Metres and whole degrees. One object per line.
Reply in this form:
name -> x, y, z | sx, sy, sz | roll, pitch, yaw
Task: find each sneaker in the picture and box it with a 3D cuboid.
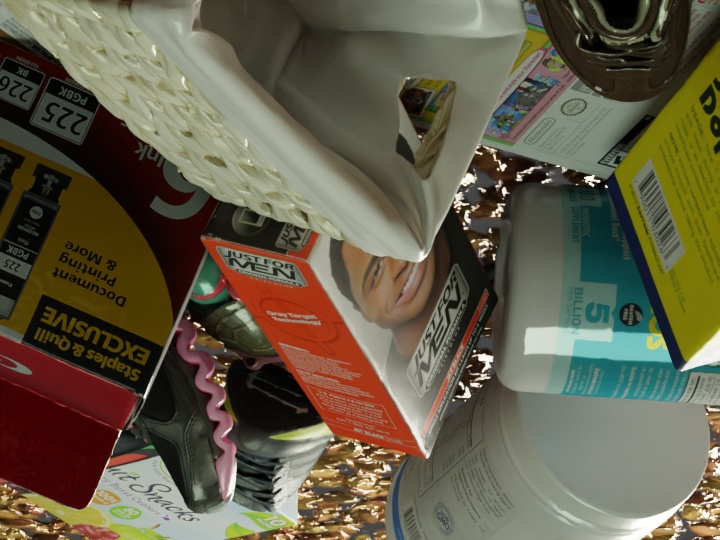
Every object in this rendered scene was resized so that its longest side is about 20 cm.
sneaker -> 0.103, -0.116, 0.961 | 0.070, 0.076, 0.200 | -4, 149, 11
sneaker -> -0.050, 0.101, 1.310 | 0.074, 0.081, 0.200 | 24, 179, 7
sneaker -> -0.132, 0.042, 1.177 | 0.095, 0.200, 0.079 | -25, 172, -14

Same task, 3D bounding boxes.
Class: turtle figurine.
turtle figurine -> -0.048, 0.003, 1.215 | 0.149, 0.101, 0.200 | -10, 156, 30

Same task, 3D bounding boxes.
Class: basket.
basket -> -0.041, -0.111, 0.941 | 0.123, 0.136, 0.200 | 12, 159, 38

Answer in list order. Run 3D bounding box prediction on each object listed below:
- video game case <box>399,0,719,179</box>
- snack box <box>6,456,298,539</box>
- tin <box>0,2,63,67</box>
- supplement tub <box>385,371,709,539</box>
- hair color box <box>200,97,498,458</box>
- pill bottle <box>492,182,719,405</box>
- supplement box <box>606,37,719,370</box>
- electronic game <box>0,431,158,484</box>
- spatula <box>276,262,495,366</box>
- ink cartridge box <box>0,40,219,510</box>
video game case -> 0.101, -0.113, 1.067 | 0.181, 0.022, 0.200 | 14, 149, -19
snack box -> -0.149, 0.117, 1.461 | 0.142, 0.053, 0.200 | -16, 145, 26
tin -> -0.102, -0.120, 1.058 | 0.112, 0.042, 0.200 | -22, 142, 29
supplement tub -> 0.108, 0.126, 1.378 | 0.132, 0.132, 0.200 | 14, 149, -19
hair color box -> 0.000, 0.000, 1.108 | 0.061, 0.102, 0.200 | 13, 156, 27
pill bottle -> 0.173, 0.014, 1.196 | 0.199, 0.111, 0.111 | 3, 151, -3
supplement box -> 0.211, -0.048, 1.049 | 0.108, 0.110, 0.200 | -10, 158, -22
electronic game -> -0.180, 0.093, 1.283 | 0.199, 0.042, 0.200 | -9, 165, -2
spatula -> 0.015, 0.029, 1.324 | 0.056, 0.021, 0.200 | 27, 142, -35
ink cartridge box -> -0.178, -0.009, 1.059 | 0.199, 0.176, 0.084 | 23, 161, -4
